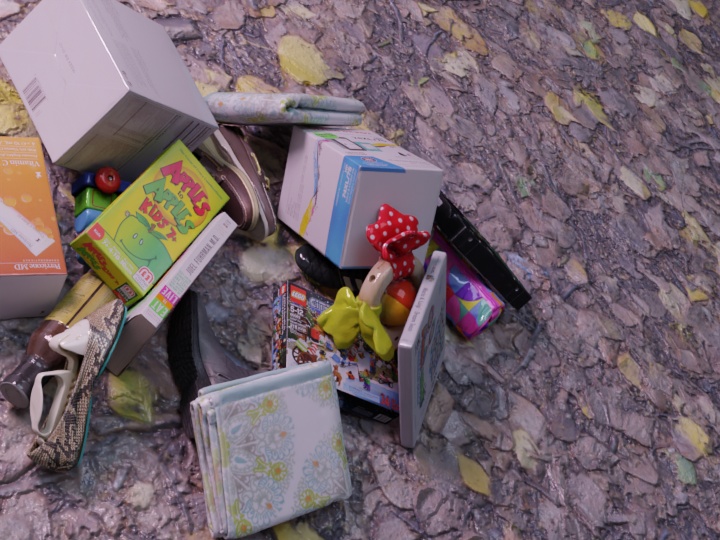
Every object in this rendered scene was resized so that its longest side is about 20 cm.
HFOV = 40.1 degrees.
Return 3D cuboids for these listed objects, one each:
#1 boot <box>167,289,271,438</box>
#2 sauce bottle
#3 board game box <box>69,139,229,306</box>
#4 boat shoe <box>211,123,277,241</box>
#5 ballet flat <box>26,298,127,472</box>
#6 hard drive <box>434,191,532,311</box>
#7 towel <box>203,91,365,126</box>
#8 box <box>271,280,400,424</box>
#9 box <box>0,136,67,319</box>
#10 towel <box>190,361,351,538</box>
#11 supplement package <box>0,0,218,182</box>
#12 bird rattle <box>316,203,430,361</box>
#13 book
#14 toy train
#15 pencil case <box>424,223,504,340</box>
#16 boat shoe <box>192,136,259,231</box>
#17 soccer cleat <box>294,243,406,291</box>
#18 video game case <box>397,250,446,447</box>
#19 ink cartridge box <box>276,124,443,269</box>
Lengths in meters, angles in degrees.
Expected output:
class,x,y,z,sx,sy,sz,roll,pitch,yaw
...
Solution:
class,x,y,z,sx,sy,sz,roll,pitch,yaw
boot,-0.170,0.126,1.255,0.130,0.070,0.204,10,57,-37
sauce bottle,-0.349,0.076,1.162,0.064,0.065,0.201,37,45,-4
board game box,-0.258,-0.063,1.233,0.102,0.047,0.201,49,47,-16
boat shoe,-0.166,-0.133,1.438,0.059,0.072,0.202,-14,60,-36
ballet flat,-0.322,0.119,1.098,0.074,0.067,0.204,24,76,-33
hard drive,0.177,-0.035,1.528,0.200,0.038,0.140,41,13,-38
towel,-0.112,-0.241,1.471,0.198,0.169,0.049,-8,100,-52
box,-0.031,0.113,1.337,0.198,0.038,0.139,25,46,-32
box,-0.436,-0.053,1.177,0.122,0.098,0.203,-2,59,-34
towel,-0.104,0.211,1.182,0.197,0.048,0.175,-10,95,-37
supplement package,-0.329,-0.239,1.301,0.193,0.146,0.199,59,18,18
bird rattle,0.034,0.024,1.330,0.163,0.111,0.203,44,65,-54
book,-0.237,0.025,1.223,0.048,0.133,0.201,42,44,-11
toy train,-0.283,-0.053,1.303,0.197,0.084,0.118,13,67,-37
pencil case,0.135,0.009,1.521,0.201,0.088,0.088,50,46,7
boat shoe,-0.216,-0.128,1.391,0.071,0.073,0.201,-16,59,-41
soccer cleat,0.000,0.000,1.439,0.197,0.081,0.068,23,47,-18
video game case,0.086,0.108,1.347,0.023,0.203,0.183,10,44,15
ink cartridge box,-0.005,-0.107,1.413,0.144,0.149,0.199,-1,23,-33
